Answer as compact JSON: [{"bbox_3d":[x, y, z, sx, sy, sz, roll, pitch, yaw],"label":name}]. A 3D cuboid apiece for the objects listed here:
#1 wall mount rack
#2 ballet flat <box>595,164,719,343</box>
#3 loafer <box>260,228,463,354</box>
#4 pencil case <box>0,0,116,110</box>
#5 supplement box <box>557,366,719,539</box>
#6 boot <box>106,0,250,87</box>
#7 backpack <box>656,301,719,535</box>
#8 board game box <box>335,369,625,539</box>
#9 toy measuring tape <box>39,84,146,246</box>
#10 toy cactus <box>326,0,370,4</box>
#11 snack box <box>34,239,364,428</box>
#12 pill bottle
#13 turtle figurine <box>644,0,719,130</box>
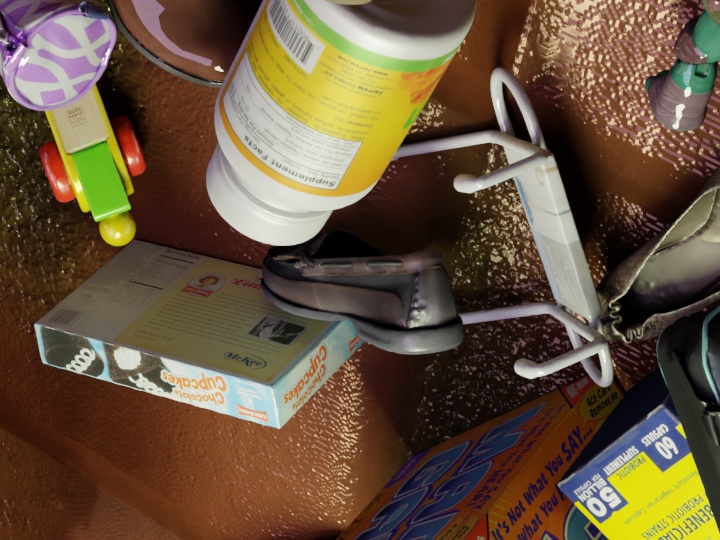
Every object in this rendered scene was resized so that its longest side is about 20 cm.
[{"bbox_3d":[0.078,-0.018,1.148,0.174,0.074,0.202,-146,35,-72],"label":"wall mount rack"},{"bbox_3d":[0.194,-0.012,1.083,0.067,0.046,0.200,47,136,-1],"label":"ballet flat"},{"bbox_3d":[0.000,0.000,1.207,0.199,0.071,0.064,21,118,56],"label":"loafer"},{"bbox_3d":[-0.236,-0.183,1.223,0.200,0.085,0.084,45,123,31],"label":"pencil case"},{"bbox_3d":[0.234,0.143,1.118,0.200,0.110,0.109,45,136,1],"label":"supplement box"},{"bbox_3d":[-0.108,-0.215,1.121,0.189,0.068,0.200,58,157,6],"label":"boot"},{"bbox_3d":[0.266,0.074,0.984,0.153,0.198,0.177,95,154,-85],"label":"backpack"},{"bbox_3d":[0.100,0.222,1.211,0.199,0.200,0.201,-30,99,46],"label":"board game box"},{"bbox_3d":[-0.194,-0.112,1.307,0.073,0.073,0.202,-20,90,44],"label":"toy measuring tape"},{"bbox_3d":[-0.004,-0.226,1.009,0.198,0.102,0.167,-3,78,33],"label":"toy cactus"},{"bbox_3d":[-0.106,0.039,1.298,0.198,0.116,0.037,13,127,31],"label":"snack box"},{"bbox_3d":[-0.021,-0.107,1.133,0.111,0.111,0.201,40,136,7],"label":"pill bottle"},{"bbox_3d":[0.201,-0.153,0.948,0.149,0.101,0.201,26,138,21],"label":"turtle figurine"}]
